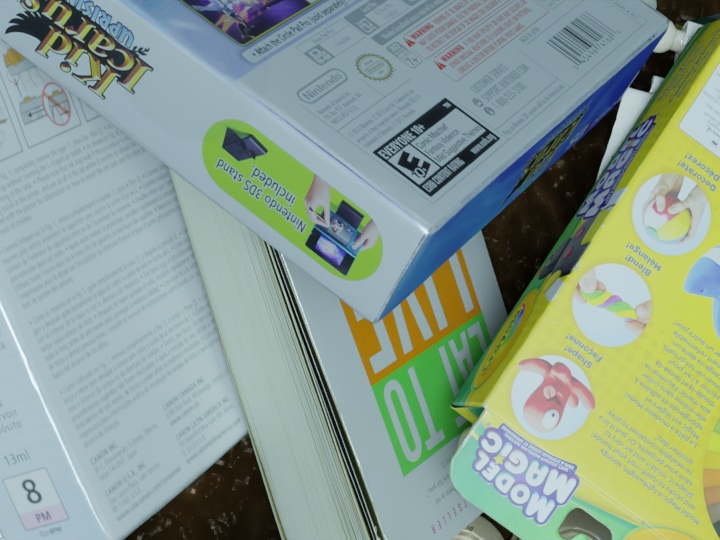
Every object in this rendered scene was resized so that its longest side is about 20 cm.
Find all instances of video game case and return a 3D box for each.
[{"bbox_3d":[-0.012,-0.090,0.683,0.181,0.200,0.045,38,127,9],"label":"video game case"}]

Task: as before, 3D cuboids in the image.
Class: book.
[{"bbox_3d":[0.000,0.000,0.756,0.134,0.048,0.200,-30,104,-51],"label":"book"}]

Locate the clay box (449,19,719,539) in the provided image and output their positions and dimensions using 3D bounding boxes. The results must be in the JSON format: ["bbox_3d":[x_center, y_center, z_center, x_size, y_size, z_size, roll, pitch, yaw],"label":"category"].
[{"bbox_3d":[0.120,0.021,0.728,0.115,0.048,0.200,37,81,-10],"label":"clay box"}]

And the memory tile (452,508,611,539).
[{"bbox_3d":[0.110,0.170,0.823,0.200,0.017,0.154,0,83,-14],"label":"memory tile"}]

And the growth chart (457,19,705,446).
[{"bbox_3d":[0.137,0.004,0.766,0.145,0.018,0.200,24,83,-12],"label":"growth chart"}]

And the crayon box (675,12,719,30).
[{"bbox_3d":[0.247,-0.042,0.833,0.200,0.058,0.173,-15,96,-11],"label":"crayon box"}]

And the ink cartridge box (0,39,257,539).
[{"bbox_3d":[-0.100,-0.019,0.706,0.057,0.163,0.200,-22,98,29],"label":"ink cartridge box"}]

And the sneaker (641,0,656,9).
[{"bbox_3d":[0.132,-0.186,0.774,0.100,0.075,0.200,35,93,27],"label":"sneaker"}]

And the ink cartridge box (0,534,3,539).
[{"bbox_3d":[-0.176,0.147,0.734,0.200,0.086,0.147,-30,100,-11],"label":"ink cartridge box"}]
